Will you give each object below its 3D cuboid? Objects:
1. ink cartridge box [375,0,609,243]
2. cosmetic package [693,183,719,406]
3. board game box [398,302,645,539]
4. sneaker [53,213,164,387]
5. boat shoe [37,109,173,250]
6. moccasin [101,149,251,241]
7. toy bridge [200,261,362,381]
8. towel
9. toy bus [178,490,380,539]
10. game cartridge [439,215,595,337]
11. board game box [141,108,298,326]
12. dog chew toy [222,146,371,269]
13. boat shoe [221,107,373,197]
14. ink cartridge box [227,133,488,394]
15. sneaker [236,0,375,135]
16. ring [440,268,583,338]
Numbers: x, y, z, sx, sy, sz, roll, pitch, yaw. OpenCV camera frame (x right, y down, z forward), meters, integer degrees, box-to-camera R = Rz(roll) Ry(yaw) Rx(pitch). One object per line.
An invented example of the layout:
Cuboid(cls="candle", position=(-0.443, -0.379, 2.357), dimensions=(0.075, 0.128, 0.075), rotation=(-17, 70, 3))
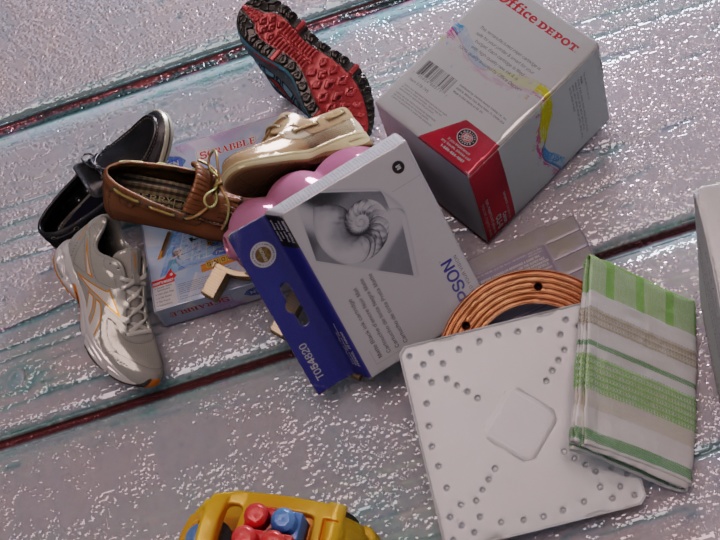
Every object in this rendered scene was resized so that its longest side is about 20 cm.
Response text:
Cuboid(cls="ink cartridge box", position=(0.142, -0.168, 1.757), dimensions=(0.200, 0.145, 0.145), rotation=(-44, 61, -11))
Cuboid(cls="cosmetic package", position=(0.405, 0.029, 1.557), dimensions=(0.164, 0.201, 0.169), rotation=(-9, 61, 8))
Cuboid(cls="board game box", position=(0.154, 0.150, 1.618), dimensions=(0.197, 0.026, 0.202), rotation=(-14, 77, 1))
Cuboid(cls="sneaker", position=(-0.254, 0.028, 1.766), dimensions=(0.092, 0.075, 0.201), rotation=(-44, 65, 29))
Cuboid(cls="boat shoe", position=(-0.279, -0.097, 1.835), dimensions=(0.200, 0.062, 0.075), rotation=(-47, 49, 12))
Cuboid(cls="moccasin", position=(-0.172, -0.082, 1.766), dimensions=(0.199, 0.078, 0.074), rotation=(13, 59, 1))
Cuboid(cls="toy bridge", position=(-0.071, 0.038, 1.739), dimensions=(0.198, 0.027, 0.068), rotation=(28, 83, 12))
Cuboid(cls="towel", position=(0.263, 0.099, 1.611), dimensions=(0.031, 0.148, 0.202), rotation=(-30, 44, 49))
Cuboid(cls="toy bus", position=(-0.098, 0.266, 1.564), dimensions=(0.197, 0.192, 0.137), rotation=(6, 66, 18))
Cuboid(cls="game cartridge", position=(0.154, 0.036, 1.713), dimensions=(0.198, 0.039, 0.131), rotation=(-24, 56, 1))
Cuboid(cls="board game box", position=(-0.141, -0.059, 1.829), dimensions=(0.198, 0.041, 0.202), rotation=(-15, 61, 5))
Cuboid(cls="dog chew toy", position=(-0.044, -0.051, 1.711), dimensions=(0.198, 0.125, 0.125), rotation=(-17, 59, -16))
Cuboid(cls="boat shoe", position=(-0.075, -0.127, 1.753), dimensions=(0.199, 0.071, 0.065), rotation=(-16, 72, -45))
Cuboid(cls="ink cartridge box", position=(0.000, 0.000, 1.654), dimensions=(0.199, 0.201, 0.041), rotation=(-31, 20, -3))
Cuboid(cls="sneaker", position=(-0.057, -0.219, 1.873), dimensions=(0.079, 0.096, 0.200), rotation=(-40, 87, -9))
Cuboid(cls="ring", position=(0.173, 0.099, 1.653), dimensions=(0.198, 0.019, 0.203), rotation=(0, 82, 2))
